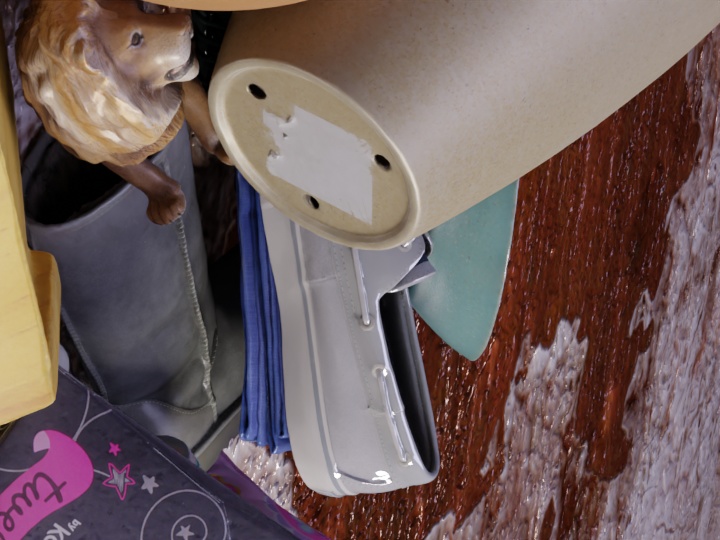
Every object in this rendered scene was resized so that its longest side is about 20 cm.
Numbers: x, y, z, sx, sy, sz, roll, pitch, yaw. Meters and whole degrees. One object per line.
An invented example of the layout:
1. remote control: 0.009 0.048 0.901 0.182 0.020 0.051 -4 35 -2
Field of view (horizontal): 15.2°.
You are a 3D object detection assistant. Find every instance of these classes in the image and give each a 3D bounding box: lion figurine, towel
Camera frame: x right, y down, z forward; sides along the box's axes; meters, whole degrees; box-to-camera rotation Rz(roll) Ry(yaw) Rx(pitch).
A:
1. lion figurine: -0.101 -0.099 1.051 0.072 0.200 0.123 -37 129 7
2. towel: -0.016 0.002 1.271 0.200 0.024 0.145 -13 101 -71

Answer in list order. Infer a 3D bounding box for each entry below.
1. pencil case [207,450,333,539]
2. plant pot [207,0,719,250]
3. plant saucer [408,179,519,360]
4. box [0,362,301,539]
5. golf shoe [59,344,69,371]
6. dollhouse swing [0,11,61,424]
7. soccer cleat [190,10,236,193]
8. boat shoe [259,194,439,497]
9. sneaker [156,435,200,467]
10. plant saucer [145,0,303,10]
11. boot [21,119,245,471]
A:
1. pencil case: -0.032 0.153 1.246 0.087 0.200 0.088 -35 140 -36
2. plant pot: 0.037 -0.108 1.018 0.200 0.187 0.188 -52 150 -30
3. plant saucer: 0.042 -0.059 1.243 0.200 0.036 0.201 -176 -90 -85
4. box: -0.128 0.153 1.000 0.200 0.132 0.115 -56 -171 -16
5. golf shoe: -0.142 0.124 1.102 0.075 0.091 0.201 30 74 -67
6. dollhouse swing: -0.192 -0.061 0.929 0.181 0.176 0.200 -20 136 -14
7. soccer cleat: -0.047 -0.101 1.232 0.200 0.067 0.081 72 37 -59
8. boat shoe: 0.000 0.000 1.177 0.072 0.068 0.201 -11 98 -70
9. sneaker: -0.119 0.168 1.170 0.200 0.071 0.080 -60 139 -22
10. plant saucer: -0.040 -0.173 0.953 0.037 0.200 0.201 79 32 -63
11. boot: -0.083 -0.013 1.213 0.200 0.072 0.182 75 33 -41
